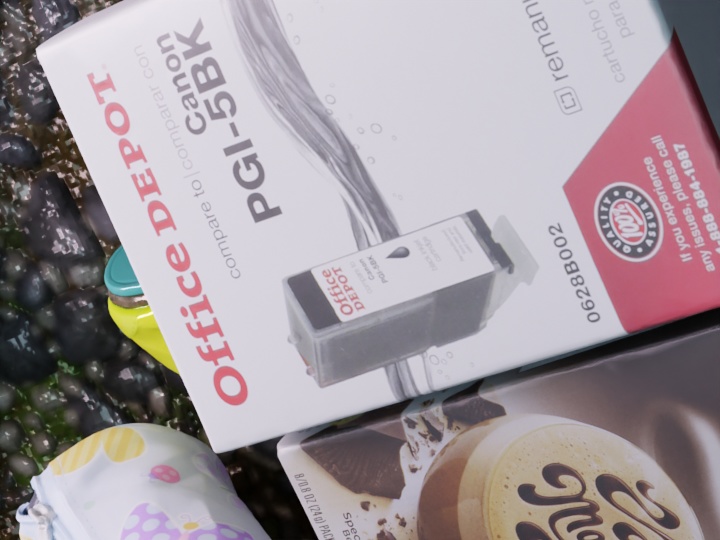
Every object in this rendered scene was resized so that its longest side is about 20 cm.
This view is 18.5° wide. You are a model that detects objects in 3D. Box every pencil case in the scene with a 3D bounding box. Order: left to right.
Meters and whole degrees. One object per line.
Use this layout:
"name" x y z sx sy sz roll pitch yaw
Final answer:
"pencil case" -0.053 0.131 0.775 0.091 0.200 0.083 37 94 -36

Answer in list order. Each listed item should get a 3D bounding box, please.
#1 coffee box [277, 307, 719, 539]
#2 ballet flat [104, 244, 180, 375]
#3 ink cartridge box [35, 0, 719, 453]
"coffee box" 0.089 0.066 0.701 0.199 0.080 0.114 -19 103 34
"ballet flat" 0.000 0.000 0.789 0.199 0.067 0.067 -15 121 29
"ink cartridge box" 0.021 -0.043 0.669 0.199 0.083 0.148 -19 100 31
